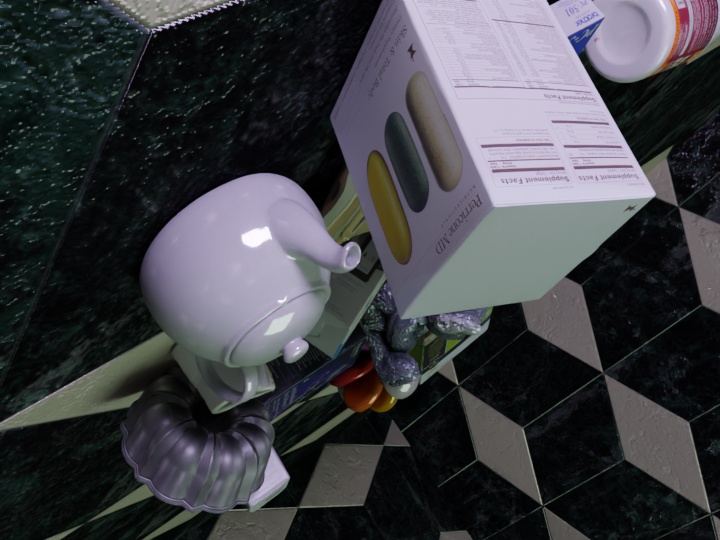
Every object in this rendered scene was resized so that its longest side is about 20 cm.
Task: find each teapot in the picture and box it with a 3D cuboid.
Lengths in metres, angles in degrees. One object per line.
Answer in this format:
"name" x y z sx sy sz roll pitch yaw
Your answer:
"teapot" -0.098 0.023 0.633 0.196 0.147 0.200 -35 167 -5

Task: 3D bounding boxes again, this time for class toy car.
"toy car" 0.000 0.151 1.208 0.148 0.205 0.173 4 162 -43

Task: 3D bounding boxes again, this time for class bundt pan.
"bundt pan" -0.195 0.197 0.861 0.200 0.201 0.077 -15 142 -55

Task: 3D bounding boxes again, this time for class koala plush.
"koala plush" 0.109 0.057 1.056 0.196 0.186 0.178 -10 -149 34

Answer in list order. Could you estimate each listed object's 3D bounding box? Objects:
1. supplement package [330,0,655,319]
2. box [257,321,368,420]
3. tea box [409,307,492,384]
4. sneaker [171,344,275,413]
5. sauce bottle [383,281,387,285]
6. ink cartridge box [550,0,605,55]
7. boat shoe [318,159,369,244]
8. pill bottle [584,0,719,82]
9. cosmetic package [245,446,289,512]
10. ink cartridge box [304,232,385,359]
"supplement package" 0.089 -0.094 0.539 0.147 0.204 0.152 -5 152 -27
"box" -0.101 0.132 1.049 0.198 0.105 0.149 -31 164 -20
"tea box" 0.153 0.082 1.350 0.198 0.134 0.198 -35 152 -20
"sneaker" -0.123 0.091 0.849 0.198 0.116 0.074 -37 164 -6
"sauce bottle" -0.001 0.007 0.992 0.198 0.066 0.066 -36 166 -14
"ink cartridge box" 0.159 -0.215 0.720 0.198 0.045 0.094 -32 167 -21
"boat shoe" -0.002 -0.062 0.701 0.201 0.075 0.073 -53 -167 49
"pill bottle" 0.360 -0.298 0.815 0.198 0.110 0.110 -25 162 -37
"cosmetic package" -0.183 0.243 0.999 0.073 0.202 0.102 -30 164 -20
"ink cartridge box" 0.000 0.000 0.882 0.202 0.067 0.116 -56 176 -28
